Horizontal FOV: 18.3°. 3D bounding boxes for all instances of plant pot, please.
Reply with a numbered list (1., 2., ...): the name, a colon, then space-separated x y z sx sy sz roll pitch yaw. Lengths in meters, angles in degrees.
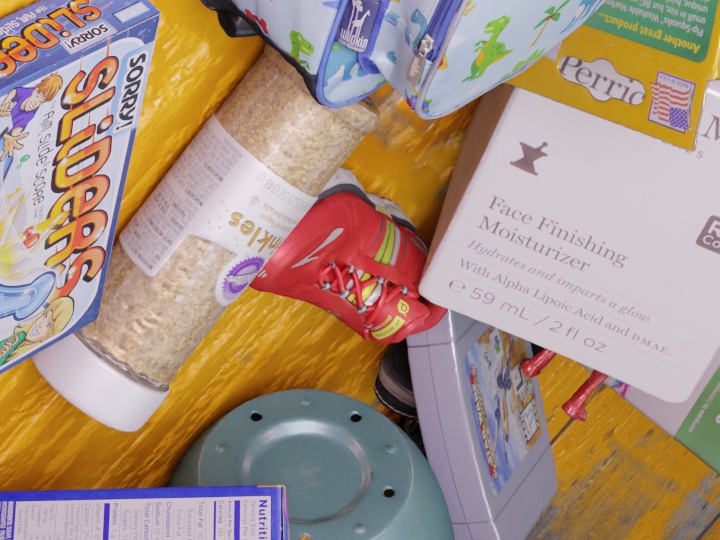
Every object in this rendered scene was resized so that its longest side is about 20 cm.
1. plant pot: -0.034 0.168 1.328 0.201 0.201 0.161 -35 148 -30

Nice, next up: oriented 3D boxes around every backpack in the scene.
1. backpack: 0.044 -0.176 0.921 0.183 0.147 0.200 -33 152 -40

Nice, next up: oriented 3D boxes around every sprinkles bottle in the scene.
1. sprinkles bottle: -0.076 -0.018 1.078 0.200 0.068 0.068 -52 159 9

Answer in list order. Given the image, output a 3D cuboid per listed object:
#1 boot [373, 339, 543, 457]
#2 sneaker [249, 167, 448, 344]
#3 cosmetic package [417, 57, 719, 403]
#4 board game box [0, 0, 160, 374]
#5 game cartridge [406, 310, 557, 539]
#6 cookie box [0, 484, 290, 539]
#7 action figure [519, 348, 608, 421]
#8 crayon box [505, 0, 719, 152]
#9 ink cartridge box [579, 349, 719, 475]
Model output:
1. boot: 0.045 0.109 1.546 0.151 0.073 0.200 -57 163 23
2. sneaker: 0.000 0.000 1.220 0.077 0.085 0.200 -43 161 17
3. cosmetic package: 0.151 -0.072 1.215 0.165 0.165 0.200 -71 -177 -51
4. board game box: -0.159 -0.023 0.948 0.135 0.034 0.200 -32 155 -35
5. game cartridge: 0.075 0.081 1.403 0.133 0.042 0.200 -48 128 -64
6. cookie box: -0.133 0.176 1.145 0.200 0.075 0.171 -1 151 0
7. action figure: 0.194 0.004 1.426 0.200 0.065 0.099 -48 167 11
8. crayon box: 0.139 -0.166 1.001 0.052 0.126 0.200 -4 111 -42
9. ink cartridge box: 0.232 0.045 1.614 0.145 0.200 0.084 -12 137 -57
